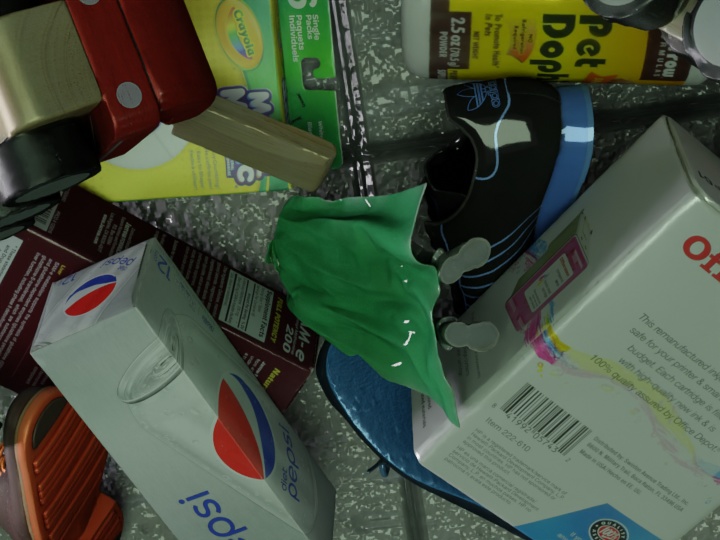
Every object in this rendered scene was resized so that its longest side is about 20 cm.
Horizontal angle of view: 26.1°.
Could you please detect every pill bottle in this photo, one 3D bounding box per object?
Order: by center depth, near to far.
[{"bbox_3d":[0.121,-0.150,0.793,0.198,0.109,0.111,2,108,4],"label":"pill bottle"}]

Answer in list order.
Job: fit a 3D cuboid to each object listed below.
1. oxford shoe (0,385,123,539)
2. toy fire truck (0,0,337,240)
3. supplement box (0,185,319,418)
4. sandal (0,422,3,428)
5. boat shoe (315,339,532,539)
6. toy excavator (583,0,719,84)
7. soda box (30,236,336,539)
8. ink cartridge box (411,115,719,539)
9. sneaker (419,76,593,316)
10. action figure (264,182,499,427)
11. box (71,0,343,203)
[{"bbox_3d":[-0.186,0.121,0.880,0.072,0.071,0.201,24,147,13],"label":"oxford shoe"},{"bbox_3d":[-0.106,-0.079,0.752,0.199,0.176,0.130,-22,90,-29],"label":"toy fire truck"},{"bbox_3d":[-0.133,0.032,0.870,0.199,0.061,0.109,29,121,-14],"label":"supplement box"},{"bbox_3d":[-0.237,0.065,0.865,0.075,0.200,0.048,29,76,-26],"label":"sandal"},{"bbox_3d":[0.051,0.104,0.893,0.200,0.069,0.084,41,76,-12],"label":"boat shoe"},{"bbox_3d":[0.172,-0.188,0.669,0.099,0.194,0.201,14,109,-48],"label":"toy excavator"},{"bbox_3d":[-0.088,0.084,0.827,0.068,0.064,0.201,-22,121,17],"label":"soda box"},{"bbox_3d":[0.142,0.045,0.787,0.144,0.085,0.200,35,116,-20],"label":"ink cartridge box"},{"bbox_3d":[0.066,-0.020,0.834,0.077,0.071,0.201,3,130,-7],"label":"sneaker"},{"bbox_3d":[0.000,0.000,0.815,0.054,0.199,0.120,-11,104,-28],"label":"action figure"},{"bbox_3d":[-0.112,-0.099,0.860,0.198,0.048,0.119,-5,108,4],"label":"box"}]
